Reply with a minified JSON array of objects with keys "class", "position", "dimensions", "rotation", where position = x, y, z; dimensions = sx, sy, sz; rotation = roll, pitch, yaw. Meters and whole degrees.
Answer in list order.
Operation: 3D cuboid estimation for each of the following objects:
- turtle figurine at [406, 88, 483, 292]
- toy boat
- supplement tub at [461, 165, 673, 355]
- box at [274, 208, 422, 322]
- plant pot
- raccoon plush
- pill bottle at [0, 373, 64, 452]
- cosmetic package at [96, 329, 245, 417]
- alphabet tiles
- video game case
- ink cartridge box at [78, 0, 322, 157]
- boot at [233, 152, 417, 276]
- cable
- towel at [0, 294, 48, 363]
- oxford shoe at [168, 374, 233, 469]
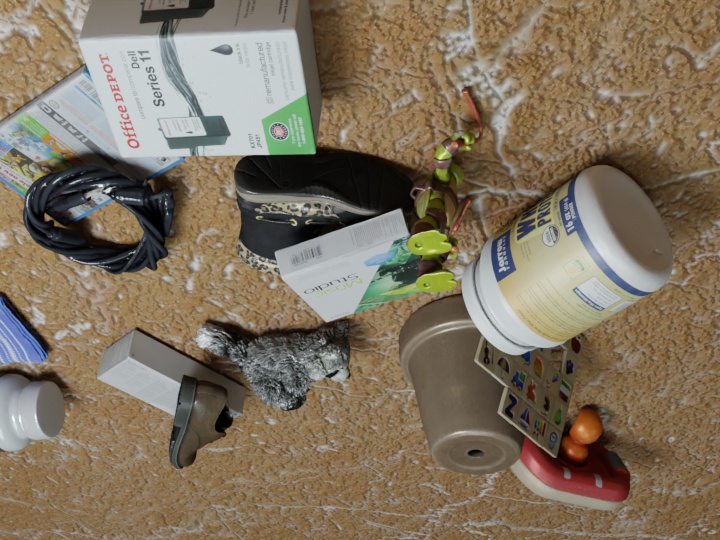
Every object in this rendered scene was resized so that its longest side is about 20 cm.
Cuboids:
[{"class":"turtle figurine","position":[0.081,-0.070,0.948],"dimensions":[0.063,0.163,0.202],"rotation":[10,135,6]},{"class":"toy boat","position":[0.314,0.262,1.376],"dimensions":[0.197,0.131,0.132],"rotation":[14,110,-14]},{"class":"supplement tub","position":[0.220,-0.005,1.012],"dimensions":[0.143,0.146,0.199],"rotation":[28,135,-28]},{"class":"box","position":[0.000,0.000,1.045],"dimensions":[0.142,0.037,0.200],"rotation":[-19,162,7]},{"class":"plant pot","position":[0.143,0.158,1.196],"dimensions":[0.197,0.177,0.202],"rotation":[3,141,2]},{"class":"raccoon plush","position":[-0.106,0.102,1.218],"dimensions":[0.198,0.098,0.134],"rotation":[22,130,-21]},{"class":"pill bottle","position":[-0.541,0.210,1.361],"dimensions":[0.197,0.112,0.111],"rotation":[-6,140,12]},{"class":"cosmetic package","position":[-0.265,0.159,1.326],"dimensions":[0.082,0.051,0.199],"rotation":[-28,132,36]},{"class":"alphabet tiles","position":[0.208,0.112,1.145],"dimensions":[0.007,0.169,0.200],"rotation":[-5,146,45]},{"class":"video game case","position":[-0.307,-0.128,1.003],"dimensions":[0.198,0.018,0.143],"rotation":[-23,135,28]},{"class":"ink cartridge box","position":[-0.142,-0.185,0.867],"dimensions":[0.196,0.084,0.148],"rotation":[-1,140,7]},{"class":"boot","position":[-0.046,-0.056,1.029],"dimensions":[0.197,0.074,0.151],"rotation":[2,146,-11]},{"class":"cable","position":[-0.296,-0.046,1.051],"dimensions":[0.161,0.052,0.200],"rotation":[2,153,-19]},{"class":"towel","position":[-0.546,0.089,1.283],"dimensions":[0.197,0.024,0.146],"rotation":[-6,139,12]},{"class":"oxford shoe","position":[-0.224,0.225,1.307],"dimensions":[0.083,0.074,0.201],"rotation":[10,142,-12]}]
